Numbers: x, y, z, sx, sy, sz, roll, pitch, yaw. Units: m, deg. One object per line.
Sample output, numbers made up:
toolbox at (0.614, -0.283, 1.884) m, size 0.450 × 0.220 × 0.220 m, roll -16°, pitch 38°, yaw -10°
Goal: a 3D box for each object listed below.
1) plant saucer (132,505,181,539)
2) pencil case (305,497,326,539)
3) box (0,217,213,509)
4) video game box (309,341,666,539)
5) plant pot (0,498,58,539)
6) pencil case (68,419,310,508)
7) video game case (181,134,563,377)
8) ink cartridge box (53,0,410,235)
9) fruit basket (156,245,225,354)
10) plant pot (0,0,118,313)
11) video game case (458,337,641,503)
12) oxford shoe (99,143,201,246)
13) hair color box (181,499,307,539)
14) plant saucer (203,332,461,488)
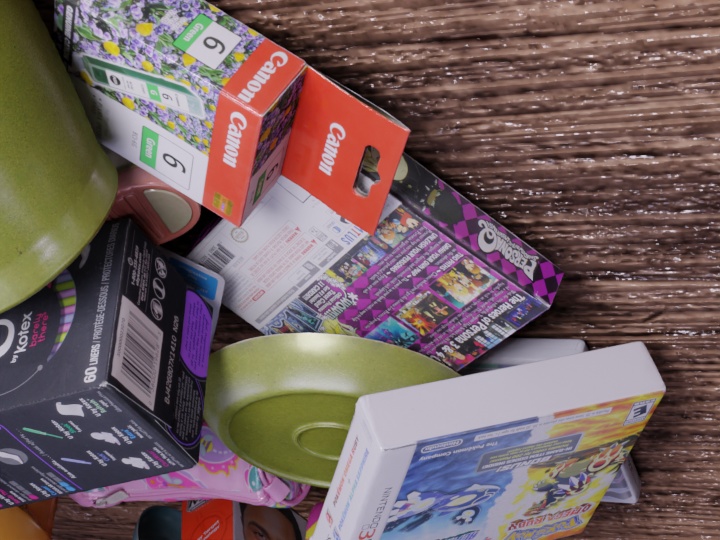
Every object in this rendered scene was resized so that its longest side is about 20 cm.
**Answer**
plant saucer at (-0.126, 0.285, 1.382) m, size 0.027 × 0.200 × 0.200 m, roll -41°, pitch 122°, yaw 11°
pencil case at (0.049, 0.221, 1.295) m, size 0.199 × 0.089 × 0.088 m, roll -9°, pitch 138°, yaw 33°
box at (-0.203, 0.064, 1.003) m, size 0.199 × 0.123 × 0.106 m, roll -15°, pitch 141°, yaw 22°
video game box at (0.077, 0.130, 1.062) m, size 0.199 × 0.047 × 0.183 m, roll -10°, pitch 147°, yaw -20°
plant pot at (-0.313, 0.159, 1.281) m, size 0.199 × 0.184 × 0.201 m, roll 13°, pitch 147°, yaw 9°
pencil case at (-0.134, 0.145, 1.271) m, size 0.199 × 0.088 × 0.088 m, roll -5°, pitch 140°, yaw 29°
video game case at (0.000, 0.000, 1.028) m, size 0.181 × 0.036 × 0.200 m, roll 36°, pitch 143°, yaw -10°
ink cartridge box at (-0.077, -0.084, 0.909) m, size 0.199 × 0.050 × 0.109 m, roll 32°, pitch 147°, yaw 9°
fruit basket at (-0.186, 0.034, 1.113) m, size 0.184 × 0.094 × 0.200 m, roll 27°, pitch 143°, yaw 9°
plant pot at (-0.234, -0.080, 0.870) m, size 0.199 × 0.201 × 0.193 m, roll -11°, pitch 128°, yaw 36°
video game case at (0.085, 0.108, 1.172) m, size 0.199 × 0.023 × 0.183 m, roll 0°, pitch 142°, yaw 25°
oxford shoe at (-0.180, -0.044, 1.021) m, size 0.199 × 0.074 × 0.071 m, roll -13°, pitch 143°, yaw 24°
hair color box at (-0.090, 0.264, 1.310) m, size 0.061 × 0.201 × 0.101 m, roll -34°, pitch 125°, yaw 21°
plant saucer at (-0.016, 0.103, 1.092) m, size 0.199 × 0.031 × 0.200 m, roll 5°, pitch 150°, yaw 3°
